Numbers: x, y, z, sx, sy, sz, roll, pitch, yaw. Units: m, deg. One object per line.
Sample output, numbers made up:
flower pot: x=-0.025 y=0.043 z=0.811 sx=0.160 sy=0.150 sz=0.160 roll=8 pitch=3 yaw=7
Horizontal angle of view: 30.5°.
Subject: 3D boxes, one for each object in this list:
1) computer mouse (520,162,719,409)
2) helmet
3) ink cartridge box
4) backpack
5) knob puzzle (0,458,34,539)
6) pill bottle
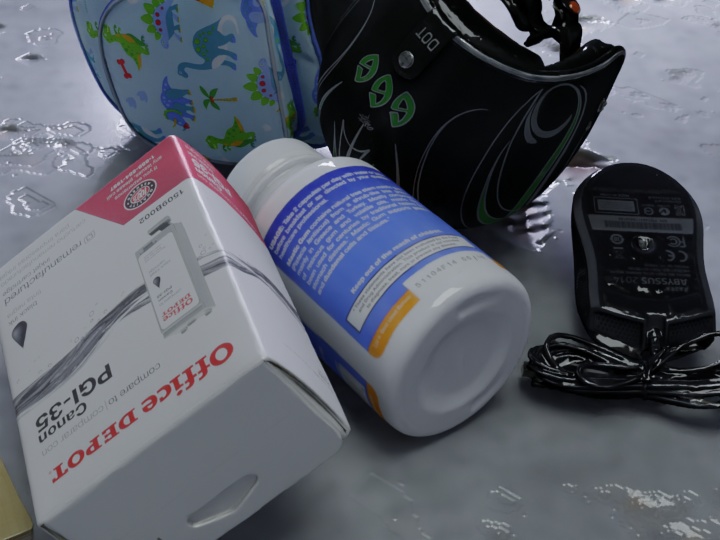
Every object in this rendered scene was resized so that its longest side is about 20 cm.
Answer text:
computer mouse: x=0.176 y=0.014 z=0.861 sx=0.137 sy=0.053 sz=0.201 roll=6 pitch=49 yaw=4
helmet: x=0.065 y=-0.122 z=0.901 sx=0.199 sy=0.191 sz=0.201 roll=14 pitch=50 yaw=-17
ink cartridge box: x=-0.110 y=0.043 z=0.713 sx=0.146 sy=0.083 sz=0.200 roll=-36 pitch=43 yaw=7
backpack: x=-0.112 y=-0.175 z=0.964 sx=0.199 sy=0.184 sz=0.147 roll=7 pitch=39 yaw=23
knob puzzle: x=-0.292 y=0.112 z=0.701 sx=0.218 sy=0.031 sz=0.220 roll=2 pitch=39 yaw=-2
pill bottle: x=0.000 y=0.000 z=0.805 sx=0.112 sy=0.113 sz=0.200 roll=-22 pitch=45 yaw=-30
